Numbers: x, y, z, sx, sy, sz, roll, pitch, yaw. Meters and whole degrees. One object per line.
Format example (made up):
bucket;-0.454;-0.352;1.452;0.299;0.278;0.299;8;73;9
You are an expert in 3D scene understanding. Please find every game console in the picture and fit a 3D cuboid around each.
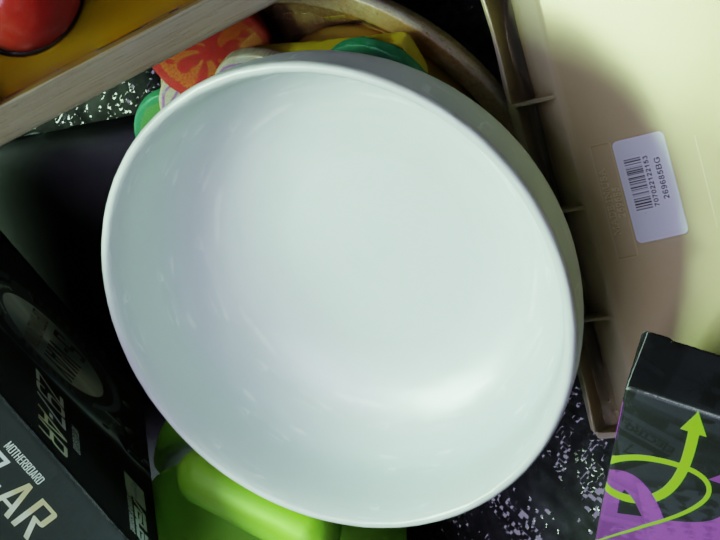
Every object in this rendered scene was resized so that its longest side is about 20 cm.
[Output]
game console;-0.146;0.029;1.264;0.176;0.116;0.201;4;105;64

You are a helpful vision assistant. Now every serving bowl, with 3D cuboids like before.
serving bowl;0.000;0.000;1.014;0.199;0.066;0.201;10;118;20

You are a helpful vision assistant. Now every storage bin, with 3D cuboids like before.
storage bin;0.169;-0.045;0.991;0.198;0.094;0.201;-11;96;35

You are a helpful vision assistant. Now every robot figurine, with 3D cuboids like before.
robot figurine;-0.036;0.130;1.129;0.115;0.176;0.201;-8;68;14

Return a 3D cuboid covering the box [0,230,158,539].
box;-0.155;0.047;1.096;0.043;0.200;0.160;-37;109;6

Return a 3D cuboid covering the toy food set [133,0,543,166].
toy food set;-0.009;-0.044;1.089;0.199;0.049;0.199;-1;131;40

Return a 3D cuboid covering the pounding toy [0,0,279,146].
pounding toy;-0.136;-0.163;0.954;0.142;0.183;0.201;27;142;59

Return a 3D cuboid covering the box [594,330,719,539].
box;0.162;0.120;1.002;0.142;0.036;0.201;16;139;12
